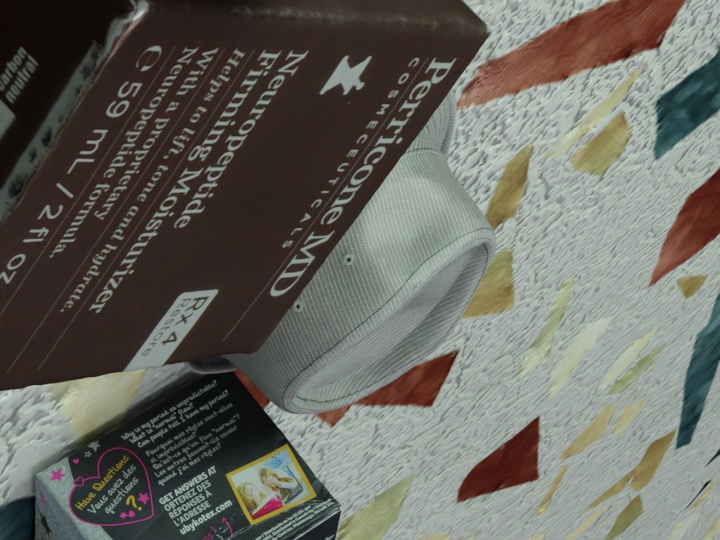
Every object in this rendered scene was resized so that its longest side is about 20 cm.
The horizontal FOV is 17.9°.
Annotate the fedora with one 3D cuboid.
[{"bbox_3d":[0.000,0.000,1.166,0.200,0.090,0.177,-41,158,-3],"label":"fedora"}]

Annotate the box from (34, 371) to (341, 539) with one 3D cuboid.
[{"bbox_3d":[-0.103,0.170,1.271,0.132,0.115,0.201,-30,153,-25],"label":"box"}]

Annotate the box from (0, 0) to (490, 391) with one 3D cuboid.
[{"bbox_3d":[-0.099,-0.076,0.772,0.199,0.164,0.166,-6,138,-55],"label":"box"}]
